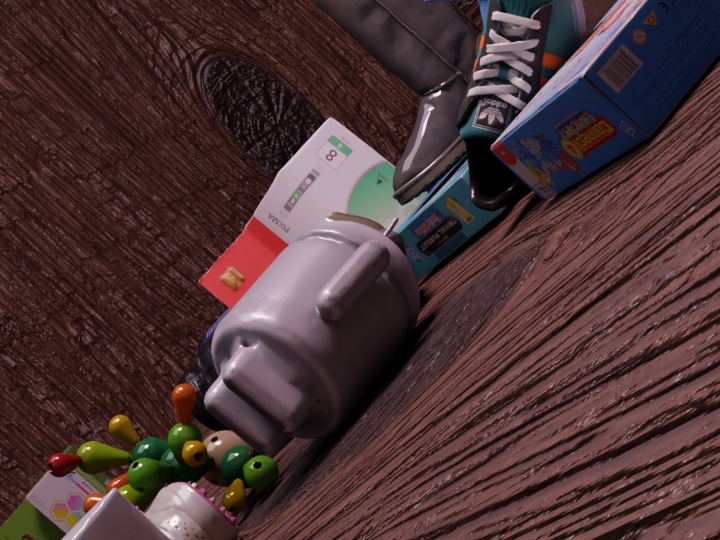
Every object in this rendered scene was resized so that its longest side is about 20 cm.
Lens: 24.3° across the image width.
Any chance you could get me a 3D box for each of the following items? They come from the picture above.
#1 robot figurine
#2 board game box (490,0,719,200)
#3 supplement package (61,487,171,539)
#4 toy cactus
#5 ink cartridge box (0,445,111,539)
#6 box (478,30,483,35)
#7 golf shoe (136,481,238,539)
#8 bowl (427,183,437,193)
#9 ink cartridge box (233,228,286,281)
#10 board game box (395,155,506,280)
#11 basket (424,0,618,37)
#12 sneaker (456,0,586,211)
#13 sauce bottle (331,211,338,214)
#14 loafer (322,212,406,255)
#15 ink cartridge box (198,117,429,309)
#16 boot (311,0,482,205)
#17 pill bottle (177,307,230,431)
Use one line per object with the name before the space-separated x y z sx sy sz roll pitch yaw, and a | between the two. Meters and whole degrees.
robot figurine | -0.030 0.041 1.213 0.200 0.113 0.170 -50 2 -39
board game box | 0.190 -0.151 1.082 0.200 0.056 0.196 -49 3 -14
supplement package | -0.129 0.203 0.587 0.200 0.111 0.156 -51 4 -38
toy cactus | -0.133 0.145 1.330 0.199 0.103 0.165 -13 -7 32
ink cartridge box | -0.494 0.416 2.768 0.200 0.148 0.076 -49 4 2
box | 0.186 -0.257 2.040 0.200 0.104 0.182 -47 4 13
golf shoe | -0.163 0.221 1.233 0.092 0.075 0.200 -54 5 -35
bowl | 0.041 -0.025 1.761 0.201 0.039 0.201 -48 3 3
ink cartridge box | -0.053 -0.018 1.665 0.200 0.076 0.137 -48 -13 -12
board game box | 0.109 -0.082 1.437 0.151 0.047 0.200 -49 3 -24
basket | 0.161 -0.236 1.357 0.175 0.140 0.200 -7 11 -17
sneaker | 0.111 -0.131 1.189 0.080 0.071 0.201 -45 -36 -46
sauce bottle | -0.042 0.046 1.520 0.201 0.064 0.065 -62 3 0
loafer | 0.000 0.000 1.418 0.075 0.070 0.200 -48 -16 -17
ink cartridge box | -0.032 -0.021 1.570 0.200 0.161 0.050 -48 -12 -15
boot | 0.031 -0.182 1.474 0.182 0.200 0.073 -48 2 -14
pill bottle | -0.110 0.083 1.845 0.200 0.112 0.112 -46 3 22
